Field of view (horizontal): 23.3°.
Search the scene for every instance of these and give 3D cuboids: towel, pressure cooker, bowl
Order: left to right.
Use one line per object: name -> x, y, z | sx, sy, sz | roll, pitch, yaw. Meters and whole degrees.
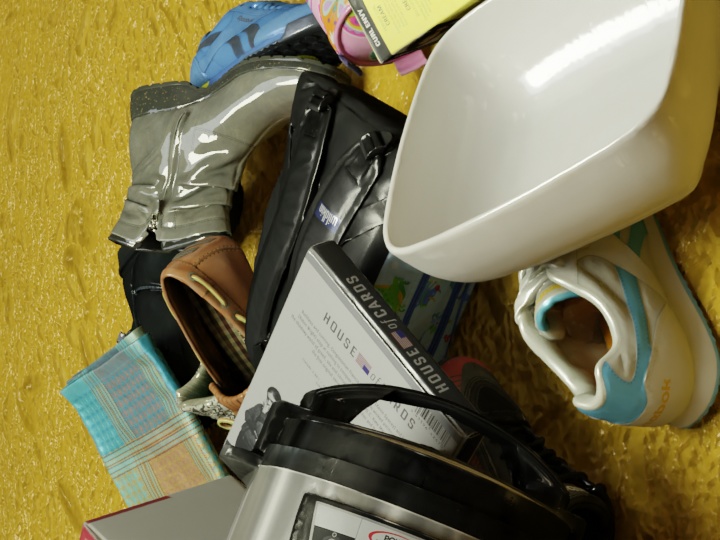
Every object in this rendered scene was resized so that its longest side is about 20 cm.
towel -> -0.155, 0.152, 1.357 | 0.147, 0.022, 0.201 | -33, 85, 51
pressure cooker -> 0.011, 0.160, 0.889 | 0.178, 0.176, 0.201 | 8, 71, 46
bowl -> 0.113, -0.086, 0.930 | 0.199, 0.075, 0.201 | -27, 35, 37

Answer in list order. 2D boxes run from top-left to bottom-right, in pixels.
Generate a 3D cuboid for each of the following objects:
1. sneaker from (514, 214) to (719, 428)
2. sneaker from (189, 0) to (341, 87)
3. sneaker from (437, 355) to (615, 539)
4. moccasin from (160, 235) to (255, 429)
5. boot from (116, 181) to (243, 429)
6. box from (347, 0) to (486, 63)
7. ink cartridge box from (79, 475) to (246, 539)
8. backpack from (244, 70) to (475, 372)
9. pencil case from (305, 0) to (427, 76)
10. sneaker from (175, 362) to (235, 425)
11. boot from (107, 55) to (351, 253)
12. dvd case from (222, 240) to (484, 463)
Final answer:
sneaker -> 0.122, 0.000, 0.967 | 0.077, 0.080, 0.200 | -62, 38, 34
sneaker -> -0.069, -0.177, 1.297 | 0.200, 0.066, 0.079 | -20, 66, 55
sneaker -> 0.095, 0.127, 1.004 | 0.098, 0.071, 0.201 | -49, 50, 43
moccasin -> -0.072, 0.075, 1.200 | 0.073, 0.078, 0.202 | -14, 109, 36
boot -> -0.137, 0.030, 1.372 | 0.198, 0.073, 0.163 | -44, 50, 52
box -> 0.085, -0.192, 1.017 | 0.200, 0.075, 0.050 | -30, 88, 42
ink cartridge box -> -0.140, 0.266, 1.259 | 0.083, 0.145, 0.201 | 33, 120, 34
backpack -> 0.000, 0.000, 1.118 | 0.163, 0.153, 0.201 | 37, 104, 44
pencil case -> -0.011, -0.220, 1.196 | 0.088, 0.087, 0.200 | -61, 42, 33
sneaker -> -0.076, 0.041, 1.261 | 0.077, 0.088, 0.201 | 53, 129, 45
boot -> -0.093, -0.076, 1.267 | 0.199, 0.068, 0.131 | -9, 69, 33
dvd case -> -0.009, 0.101, 1.046 | 0.150, 0.025, 0.200 | 50, 139, 23
